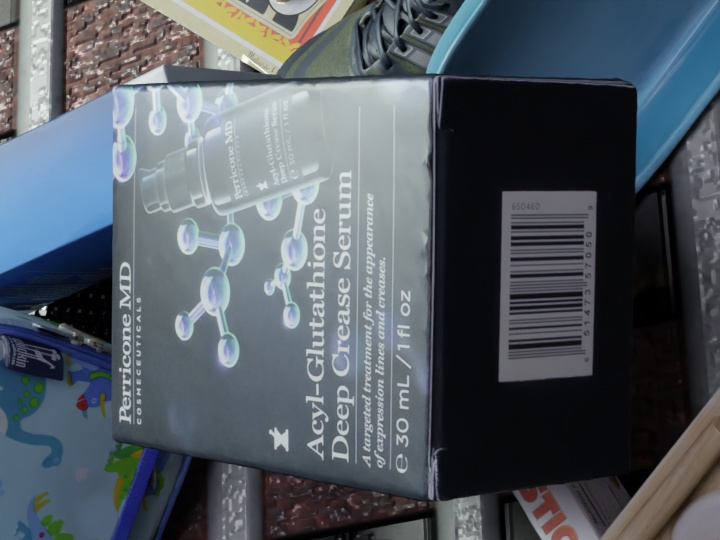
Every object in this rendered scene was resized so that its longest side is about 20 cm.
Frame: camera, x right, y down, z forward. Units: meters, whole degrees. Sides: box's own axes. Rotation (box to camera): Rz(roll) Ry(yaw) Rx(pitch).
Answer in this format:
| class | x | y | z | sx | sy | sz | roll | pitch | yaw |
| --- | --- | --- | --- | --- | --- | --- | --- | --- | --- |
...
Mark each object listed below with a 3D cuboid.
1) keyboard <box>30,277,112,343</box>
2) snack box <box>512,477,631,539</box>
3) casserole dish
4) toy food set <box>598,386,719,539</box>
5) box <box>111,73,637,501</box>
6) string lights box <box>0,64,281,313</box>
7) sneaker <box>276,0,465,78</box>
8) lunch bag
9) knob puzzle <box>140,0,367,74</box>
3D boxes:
| class | x | y | z | sx | sy | sz | roll | pitch | yaw |
| --- | --- | --- | --- | --- | --- | --- | --- | --- | --- |
| keyboard | -0.131 | 0.004 | 1.078 | 0.199 | 0.040 | 0.105 | 4 | 76 | 34 |
| snack box | 0.073 | 0.067 | 0.899 | 0.024 | 0.072 | 0.200 | -41 | 56 | 16 |
| casserole dish | 0.104 | -0.110 | 0.920 | 0.200 | 0.121 | 0.039 | -53 | 31 | 8 |
| toy food set | 0.140 | 0.143 | 0.763 | 0.143 | 0.060 | 0.200 | 37 | 122 | 6 |
| box | 0.000 | 0.000 | 0.842 | 0.200 | 0.107 | 0.149 | 3 | 94 | 50 |
| string lights box | -0.133 | -0.029 | 1.006 | 0.199 | 0.103 | 0.059 | -22 | 81 | 27 |
| sneaker | 0.035 | -0.123 | 0.985 | 0.199 | 0.081 | 0.074 | -29 | 59 | 22 |
| lunch bag | -0.166 | 0.119 | 0.984 | 0.082 | 0.160 | 0.201 | 20 | 87 | 47 |
| knob puzzle | -0.041 | -0.211 | 1.099 | 0.219 | 0.030 | 0.221 | -12 | 67 | 30 |
